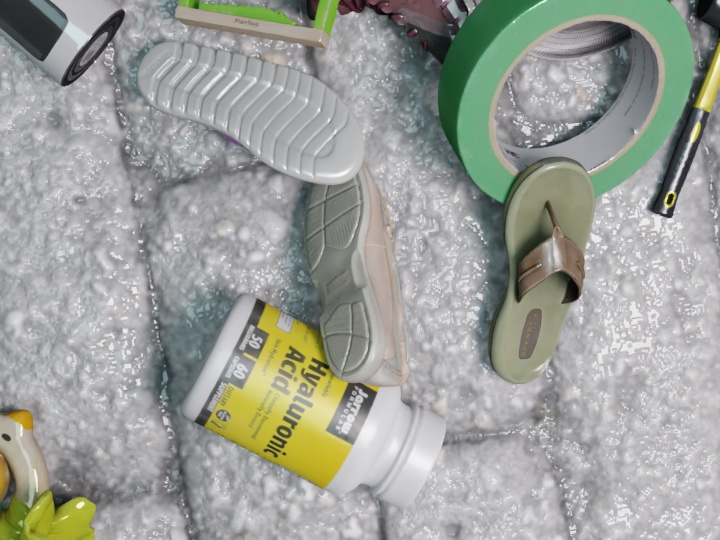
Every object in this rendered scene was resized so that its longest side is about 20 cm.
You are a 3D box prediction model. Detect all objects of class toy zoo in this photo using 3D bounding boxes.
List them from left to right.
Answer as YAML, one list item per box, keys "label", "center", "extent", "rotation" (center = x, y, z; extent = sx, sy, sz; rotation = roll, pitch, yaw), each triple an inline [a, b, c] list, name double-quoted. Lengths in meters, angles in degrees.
- label: "toy zoo"
  center: [-0.063, -0.284, 0.947]
  extent: [0.129, 0.020, 0.203]
  rotation: [12, 86, 17]

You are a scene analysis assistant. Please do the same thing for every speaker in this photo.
- label: "speaker"
  center: [-0.285, -0.240, 0.939]
  extent: [0.200, 0.081, 0.081]
  rotation: [41, 92, -6]

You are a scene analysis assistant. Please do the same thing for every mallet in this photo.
- label: "mallet"
  center: [0.298, -0.140, 1.010]
  extent: [0.065, 0.041, 0.203]
  rotation: [11, 99, -7]

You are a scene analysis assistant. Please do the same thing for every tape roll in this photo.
- label: "tape roll"
  center: [0.160, -0.142, 0.938]
  extent: [0.198, 0.048, 0.202]
  rotation: [-12, 131, -13]

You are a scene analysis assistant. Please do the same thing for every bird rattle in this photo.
- label: "bird rattle"
  center: [-0.321, 0.197, 0.988]
  extent: [0.197, 0.113, 0.166]
  rotation: [-10, 84, 10]

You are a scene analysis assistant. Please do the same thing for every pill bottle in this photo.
- label: "pill bottle"
  center: [-0.035, 0.111, 0.971]
  extent: [0.198, 0.111, 0.112]
  rotation: [28, 93, -6]

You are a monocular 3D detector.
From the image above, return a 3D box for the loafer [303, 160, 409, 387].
- label: "loafer"
  center: [0.000, 0.000, 0.964]
  extent: [0.071, 0.063, 0.203]
  rotation: [-26, 57, 34]

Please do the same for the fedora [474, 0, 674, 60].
- label: "fedora"
  center: [0.184, -0.267, 0.959]
  extent: [0.198, 0.090, 0.179]
  rotation: [-25, 96, -1]

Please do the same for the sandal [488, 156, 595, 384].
- label: "sandal"
  center: [0.154, 0.006, 0.973]
  extent: [0.079, 0.057, 0.204]
  rotation: [-3, 114, -19]

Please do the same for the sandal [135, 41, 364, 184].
- label: "sandal"
  center: [-0.085, -0.131, 0.980]
  extent: [0.201, 0.050, 0.083]
  rotation: [27, 77, 7]

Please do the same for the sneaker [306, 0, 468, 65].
- label: "sneaker"
  center: [0.020, -0.210, 0.971]
  extent: [0.114, 0.076, 0.202]
  rotation: [-28, 87, 5]
